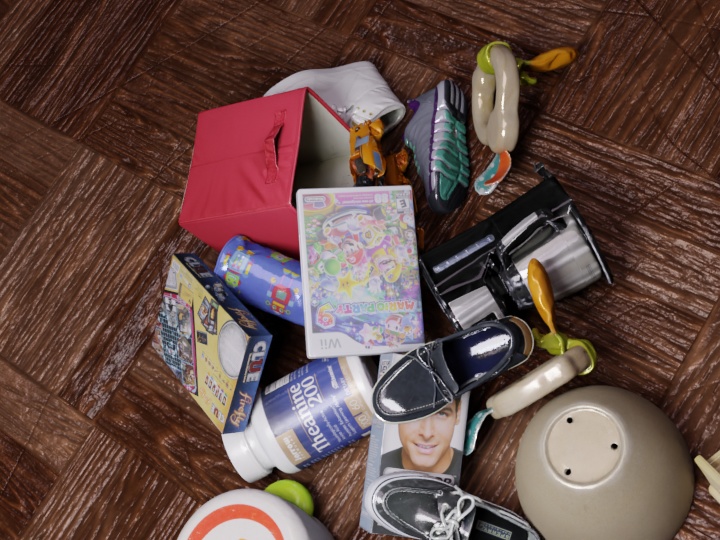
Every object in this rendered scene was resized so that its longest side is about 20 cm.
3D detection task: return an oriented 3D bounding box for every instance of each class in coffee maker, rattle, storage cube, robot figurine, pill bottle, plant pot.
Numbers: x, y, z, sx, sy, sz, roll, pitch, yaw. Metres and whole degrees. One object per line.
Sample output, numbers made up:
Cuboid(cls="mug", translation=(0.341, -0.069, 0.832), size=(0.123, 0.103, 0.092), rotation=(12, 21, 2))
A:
Cuboid(cls="coffee maker", translation=(0.181, -0.011, 1.396), size=(0.199, 0.135, 0.192), rotation=(-30, 20, 6))
Cuboid(cls="rattle", translation=(0.159, 0.106, 1.307), size=(0.199, 0.143, 0.130), rotation=(-35, 9, 41))
Cuboid(cls="storage cube", translation=(-0.110, -0.113, 1.509), size=(0.178, 0.200, 0.173), rotation=(-8, 63, 30))
Cuboid(cls="robot figurine", translation=(0.034, -0.093, 1.476), size=(0.058, 0.145, 0.202), rotation=(-25, 49, 19))
Cuboid(cls="pill bottle", translation=(-0.066, 0.178, 1.405), size=(0.198, 0.111, 0.112), rotation=(-29, 59, 8))
Cuboid(cls="rattle", translation=(0.215, -0.192, 1.483), size=(0.130, 0.141, 0.202), rotation=(-46, 44, 48))
Cuboid(cls="plant pot", translation=(0.255, 0.209, 1.244), size=(0.198, 0.135, 0.203), rotation=(-9, 64, 18))

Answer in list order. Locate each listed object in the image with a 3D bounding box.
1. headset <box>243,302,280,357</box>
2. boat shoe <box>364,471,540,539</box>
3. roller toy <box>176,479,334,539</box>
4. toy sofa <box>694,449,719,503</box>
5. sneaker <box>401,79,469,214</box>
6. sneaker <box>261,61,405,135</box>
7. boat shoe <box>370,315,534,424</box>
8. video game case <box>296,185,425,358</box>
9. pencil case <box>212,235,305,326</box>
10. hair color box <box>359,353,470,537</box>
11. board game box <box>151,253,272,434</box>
Cuboid(cls="headset", translation=(-0.149, 0.056, 1.507), size=(0.198, 0.094, 0.124), rotation=(-23, 59, -8))
Cuboid(cls="boat shoe", translation=(0.103, 0.275, 1.255), size=(0.198, 0.068, 0.074), rotation=(24, 81, -9))
Cuboid(cls="roller toy", translation=(-0.122, 0.355, 1.329), size=(0.181, 0.140, 0.201), rotation=(-31, 59, 7))
Cuboid(cls="toy sofa", translation=(0.463, 0.188, 1.208), size=(0.199, 0.098, 0.083), rotation=(-40, 33, 1))
Cuboid(cls="sneaker", translation=(0.095, -0.155, 1.533), size=(0.087, 0.074, 0.202), rotation=(-17, 53, 36))
Cuboid(cls="sneaker", translation=(-0.034, -0.217, 1.563), size=(0.198, 0.074, 0.116), rotation=(-22, 55, -24))
Cuboid(cls="boat shoe", translation=(0.092, 0.106, 1.239), size=(0.199, 0.062, 0.075), rotation=(-27, 76, 19))
Cuboid(cls="video game case", translation=(0.000, 0.000, 1.368), size=(0.141, 0.018, 0.203), rotation=(-3, 80, -10))
Cuboid(cls="pencil case", translation=(-0.084, 0.023, 1.433), size=(0.198, 0.087, 0.079), rotation=(22, 111, 15))
Cuboid(cls="hair color box", translation=(0.064, 0.202, 1.318), size=(0.098, 0.061, 0.203), rotation=(9, 83, -12))
Cuboid(cls="board game box", translation=(-0.186, 0.086, 1.401), size=(0.200, 0.034, 0.137), rotation=(42, 123, 43))
